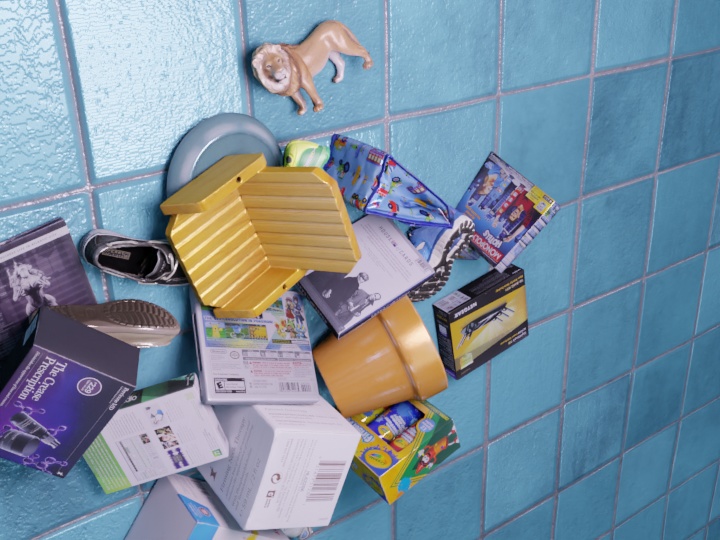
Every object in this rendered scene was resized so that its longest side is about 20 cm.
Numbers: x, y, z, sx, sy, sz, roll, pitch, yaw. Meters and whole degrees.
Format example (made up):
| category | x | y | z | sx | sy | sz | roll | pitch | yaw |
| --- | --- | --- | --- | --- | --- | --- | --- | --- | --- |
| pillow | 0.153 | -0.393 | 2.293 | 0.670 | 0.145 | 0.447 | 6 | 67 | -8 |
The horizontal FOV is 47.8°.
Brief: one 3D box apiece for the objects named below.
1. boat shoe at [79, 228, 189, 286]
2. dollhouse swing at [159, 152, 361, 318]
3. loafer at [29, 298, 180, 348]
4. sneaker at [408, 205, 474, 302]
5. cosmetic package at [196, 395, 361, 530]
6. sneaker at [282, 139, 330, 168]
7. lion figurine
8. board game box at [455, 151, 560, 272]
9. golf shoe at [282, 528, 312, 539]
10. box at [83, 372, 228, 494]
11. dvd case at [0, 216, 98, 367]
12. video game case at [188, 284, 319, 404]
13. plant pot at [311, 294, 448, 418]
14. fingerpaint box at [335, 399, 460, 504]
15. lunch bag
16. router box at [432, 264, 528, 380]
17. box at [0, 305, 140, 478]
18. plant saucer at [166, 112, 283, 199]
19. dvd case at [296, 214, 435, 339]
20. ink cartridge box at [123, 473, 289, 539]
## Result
| category | x | y | z | sx | sy | sz | roll | pitch | yaw |
| --- | --- | --- | --- | --- | --- | --- | --- | --- | --- |
| boat shoe | -0.287 | -0.009 | 1.132 | 0.198 | 0.063 | 0.072 | 7 | 104 | -42 |
| dollhouse swing | -0.130 | -0.035 | 1.117 | 0.181 | 0.174 | 0.202 | -42 | 131 | -29 |
| loafer | -0.347 | 0.086 | 1.107 | 0.197 | 0.076 | 0.069 | 3 | 119 | -25 |
| sneaker | 0.120 | -0.029 | 1.431 | 0.078 | 0.089 | 0.201 | 9 | 123 | -45 |
| cosmetic package | -0.137 | 0.279 | 1.282 | 0.165 | 0.199 | 0.170 | 11 | 103 | -39 |
| sneaker | -0.075 | -0.100 | 1.219 | 0.082 | 0.075 | 0.202 | -1 | 131 | -6 |
| lion figurine | -0.069 | -0.309 | 1.179 | 0.200 | 0.072 | 0.123 | -49 | 124 | -28 |
| board game box | 0.233 | -0.080 | 1.443 | 0.200 | 0.200 | 0.061 | -49 | 130 | 9 |
| golf shoe | -0.109 | 0.383 | 1.434 | 0.096 | 0.078 | 0.203 | 10 | 102 | -33 |
| box | -0.309 | 0.240 | 1.187 | 0.197 | 0.037 | 0.146 | -17 | 121 | 0 |
| dvd case | -0.430 | 0.047 | 1.081 | 0.147 | 0.016 | 0.203 | -28 | 125 | -25 |
| video game case | -0.160 | 0.112 | 1.234 | 0.198 | 0.022 | 0.185 | 7 | 62 | -38 |
| plant pot | 0.022 | 0.151 | 1.368 | 0.181 | 0.201 | 0.202 | -27 | 125 | -7 |
| fingerpaint box | 0.046 | 0.285 | 1.424 | 0.166 | 0.199 | 0.074 | -33 | 125 | -21 |
| lunch bag | 0.053 | -0.127 | 1.286 | 0.198 | 0.150 | 0.095 | 18 | 99 | -40 |
| router box | 0.238 | 0.097 | 1.587 | 0.198 | 0.052 | 0.159 | -28 | 124 | -25 |
| box | -0.396 | 0.162 | 1.050 | 0.140 | 0.079 | 0.200 | 27 | 118 | -30 |
| plant saucer | -0.185 | -0.124 | 1.177 | 0.198 | 0.027 | 0.203 | -18 | 119 | -36 |
| dvd case | 0.000 | 0.000 | 1.310 | 0.198 | 0.151 | 0.025 | -31 | 159 | -23 |
| ink cartridge box | -0.246 | 0.440 | 1.302 | 0.199 | 0.147 | 0.146 | 30 | 91 | -40 |
